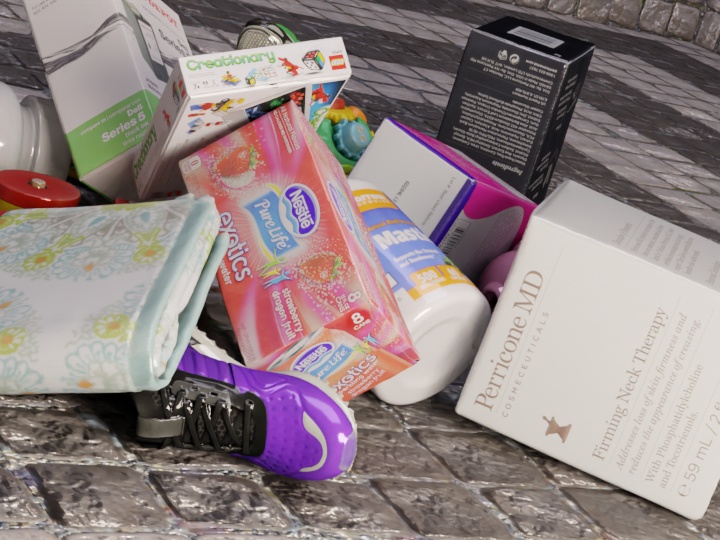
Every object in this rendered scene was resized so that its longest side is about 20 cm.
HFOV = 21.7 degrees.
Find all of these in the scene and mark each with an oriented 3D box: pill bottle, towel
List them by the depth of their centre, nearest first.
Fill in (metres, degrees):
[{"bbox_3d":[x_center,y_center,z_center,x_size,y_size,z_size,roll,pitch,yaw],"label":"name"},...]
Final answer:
[{"bbox_3d":[-0.187,0.017,1.237,0.170,0.048,0.200,-5,30,15],"label":"towel"},{"bbox_3d":[0.000,0.000,1.446,0.112,0.112,0.200,-1,39,-46],"label":"pill bottle"},{"bbox_3d":[-0.346,-0.110,1.549,0.199,0.110,0.110,8,18,-28],"label":"pill bottle"}]

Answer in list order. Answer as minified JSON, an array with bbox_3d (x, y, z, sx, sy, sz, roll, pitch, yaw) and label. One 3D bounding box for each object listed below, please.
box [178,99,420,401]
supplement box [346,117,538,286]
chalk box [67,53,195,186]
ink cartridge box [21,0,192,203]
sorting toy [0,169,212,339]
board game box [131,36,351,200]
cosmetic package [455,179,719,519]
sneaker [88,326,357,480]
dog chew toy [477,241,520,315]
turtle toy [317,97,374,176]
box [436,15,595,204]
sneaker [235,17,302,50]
[{"bbox_3d":[-0.045,-0.008,1.337,0.095,0.102,0.201,52,14,-51],"label":"box"},{"bbox_3d":[0.066,-0.049,1.612,0.103,0.101,0.200,37,8,22],"label":"supplement box"},{"bbox_3d":[-0.182,-0.142,1.792,0.124,0.125,0.200,23,17,22],"label":"chalk box"},{"bbox_3d":[-0.195,-0.151,1.584,0.145,0.084,0.201,37,29,-60],"label":"ink cartridge box"},{"bbox_3d":[-0.210,-0.013,1.432,0.198,0.070,0.200,13,17,-12],"label":"sorting toy"},{"bbox_3d":[-0.094,-0.112,1.422,0.126,0.035,0.200,-10,-17,-21],"label":"board game box"},{"bbox_3d":[0.203,0.055,1.419,0.199,0.168,0.166,23,17,9],"label":"cosmetic package"},{"bbox_3d":[-0.100,0.093,1.209,0.199,0.070,0.099,21,23,30],"label":"sneaker"},{"bbox_3d":[0.182,0.014,1.660,0.199,0.125,0.124,-10,30,-43],"label":"dog chew toy"},{"bbox_3d":[-0.067,-0.136,1.927,0.199,0.102,0.146,12,16,-7],"label":"turtle toy"},{"bbox_3d":[0.164,-0.165,2.079,0.117,0.201,0.197,20,16,11],"label":"box"},{"bbox_3d":[-0.085,-0.131,1.725,0.078,0.201,0.085,0,11,24],"label":"sneaker"}]
